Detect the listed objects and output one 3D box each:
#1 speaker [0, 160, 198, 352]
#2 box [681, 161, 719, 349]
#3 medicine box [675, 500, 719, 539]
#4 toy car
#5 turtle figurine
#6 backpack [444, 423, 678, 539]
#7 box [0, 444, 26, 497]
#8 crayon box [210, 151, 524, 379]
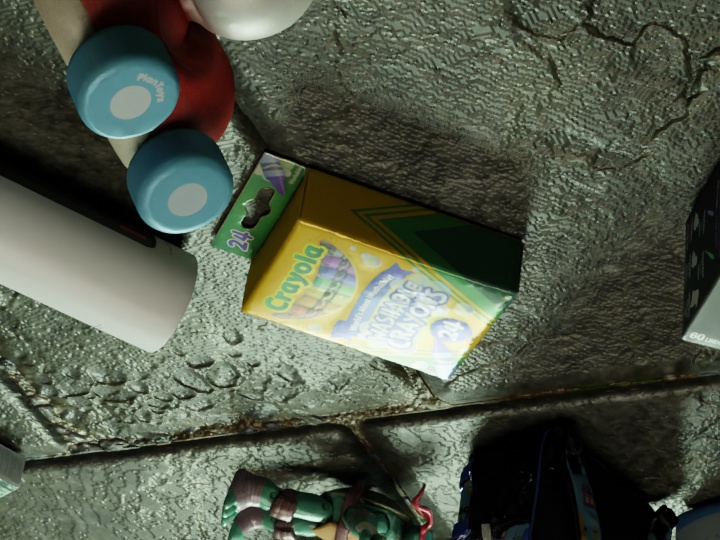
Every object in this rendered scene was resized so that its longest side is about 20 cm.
[{"bbox_3d":[-0.218,-0.015,1.627,0.199,0.082,0.081,27,140,-22],"label":"speaker"},{"bbox_3d":[0.295,-0.035,1.466,0.121,0.107,0.200,13,143,-6],"label":"box"},{"bbox_3d":[0.345,0.277,1.795,0.181,0.201,0.103,-22,136,35],"label":"medicine box"},{"bbox_3d":[-0.085,-0.161,1.367,0.199,0.185,0.177,-27,138,0],"label":"toy car"},{"bbox_3d":[-0.013,0.224,1.889,0.199,0.101,0.150,17,140,11],"label":"turtle figurine"},{"bbox_3d":[0.155,0.253,1.805,0.134,0.201,0.182,-22,135,35],"label":"backpack"},{"bbox_3d":[-0.404,0.173,1.957,0.144,0.037,0.199,34,138,-30],"label":"box"},{"bbox_3d":[0.000,0.000,1.624,0.199,0.052,0.126,19,142,-13],"label":"crayon box"}]
